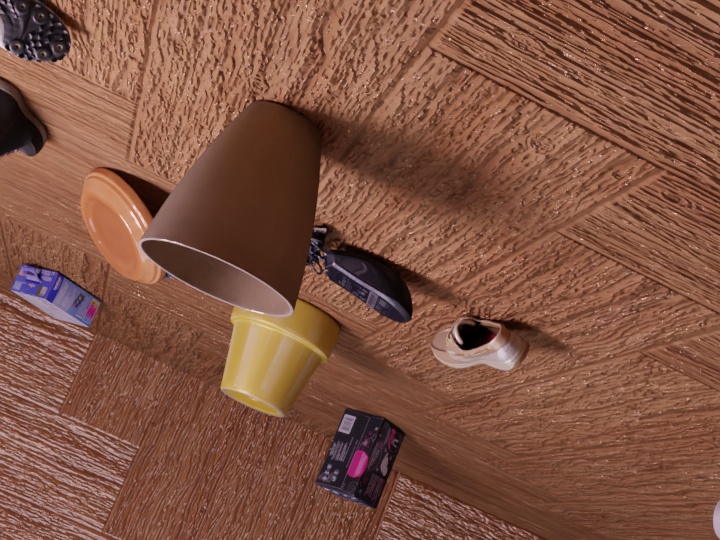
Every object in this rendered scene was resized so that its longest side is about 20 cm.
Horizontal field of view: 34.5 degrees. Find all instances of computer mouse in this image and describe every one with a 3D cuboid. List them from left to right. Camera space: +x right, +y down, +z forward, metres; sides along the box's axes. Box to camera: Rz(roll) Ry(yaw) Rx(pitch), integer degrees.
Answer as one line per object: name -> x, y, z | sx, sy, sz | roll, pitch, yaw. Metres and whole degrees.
computer mouse -> 0.000, 0.000, 1.669 | 0.199, 0.053, 0.139 | 35, 162, 0

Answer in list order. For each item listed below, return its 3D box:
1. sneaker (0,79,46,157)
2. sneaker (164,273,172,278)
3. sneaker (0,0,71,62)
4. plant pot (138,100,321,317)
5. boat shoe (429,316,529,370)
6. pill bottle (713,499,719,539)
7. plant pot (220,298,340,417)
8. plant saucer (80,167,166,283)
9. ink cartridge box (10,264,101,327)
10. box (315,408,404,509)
sneaker -> -0.518, -0.189, 1.662 | 0.074, 0.107, 0.200 | 20, 164, 8
sneaker -> -0.338, -0.049, 1.910 | 0.085, 0.078, 0.199 | -17, -140, -40
sneaker -> -0.416, -0.293, 1.293 | 0.198, 0.073, 0.073 | 21, -161, -16
plant pot -> -0.123, -0.080, 1.299 | 0.185, 0.202, 0.188 | 20, 164, 6
boat shoe -> 0.166, 0.101, 1.731 | 0.069, 0.074, 0.199 | 45, 155, -26
pill bottle -> 0.702, 0.434, 1.962 | 0.111, 0.112, 0.199 | 32, 161, -30
plant pot -> -0.161, 0.154, 2.117 | 0.198, 0.191, 0.201 | 21, 163, 7
plant saucer -> -0.377, -0.063, 1.818 | 0.199, 0.037, 0.202 | 34, 143, 30
ink cartridge box -> -0.743, 0.054, 2.796 | 0.135, 0.077, 0.200 | 11, 161, 34
box -> 0.000, 0.460, 2.842 | 0.131, 0.202, 0.115 | 9, 158, 39
